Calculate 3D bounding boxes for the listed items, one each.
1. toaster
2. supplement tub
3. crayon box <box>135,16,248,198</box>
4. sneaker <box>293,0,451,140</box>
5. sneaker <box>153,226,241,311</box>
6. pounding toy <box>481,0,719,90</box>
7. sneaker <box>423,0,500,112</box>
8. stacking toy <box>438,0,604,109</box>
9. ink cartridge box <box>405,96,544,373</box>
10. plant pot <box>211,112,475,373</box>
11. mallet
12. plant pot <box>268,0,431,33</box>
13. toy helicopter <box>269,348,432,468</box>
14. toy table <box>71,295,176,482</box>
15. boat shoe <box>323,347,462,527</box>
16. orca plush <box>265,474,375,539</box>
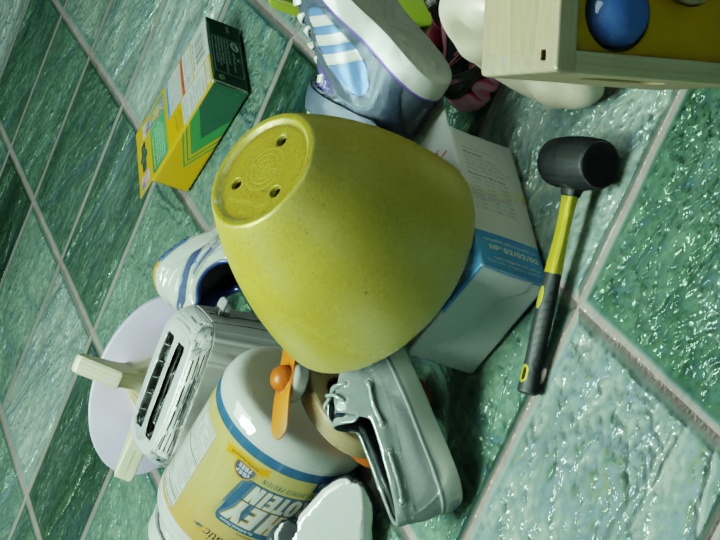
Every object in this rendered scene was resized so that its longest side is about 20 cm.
[{"bbox_3d":[-0.139,0.127,1.697,0.201,0.129,0.114,-68,25,9],"label":"toaster"},{"bbox_3d":[-0.094,0.183,1.556,0.200,0.144,0.145,-58,30,29],"label":"supplement tub"},{"bbox_3d":[-0.206,-0.189,2.110,0.200,0.051,0.126,-53,32,34],"label":"crayon box"},{"bbox_3d":[-0.027,-0.179,1.474,0.200,0.081,0.146,50,125,8],"label":"sneaker"},{"bbox_3d":[-0.111,-0.024,1.758,0.200,0.075,0.088,-43,44,-6],"label":"sneaker"},{"bbox_3d":[0.207,-0.221,1.195,0.142,0.199,0.185,9,97,64],"label":"pounding toy"},{"bbox_3d":[0.104,-0.223,1.470,0.200,0.095,0.079,-54,30,31],"label":"sneaker"},{"bbox_3d":[0.166,-0.240,1.359,0.200,0.146,0.146,-58,24,-10],"label":"stacking toy"},{"bbox_3d":[0.079,-0.033,1.431,0.115,0.068,0.201,-51,34,36],"label":"ink cartridge box"},{"bbox_3d":[-0.032,-0.041,1.350,0.199,0.142,0.201,-24,47,29],"label":"plant pot"},{"bbox_3d":[0.144,-0.007,1.330,0.066,0.041,0.201,28,104,63],"label":"mallet"},{"bbox_3d":[0.016,-0.326,1.599,0.182,0.198,0.201,131,146,-49],"label":"plant pot"},{"bbox_3d":[-0.040,0.078,1.474,0.079,0.132,0.200,-54,54,33],"label":"toy helicopter"},{"bbox_3d":[-0.212,0.126,1.816,0.117,0.183,0.201,-146,68,-81],"label":"toy table"},{"bbox_3d":[0.010,0.108,1.385,0.201,0.071,0.070,64,162,16],"label":"boat shoe"},{"bbox_3d":[-0.026,0.273,1.493,0.105,0.071,0.201,4,87,18],"label":"orca plush"}]
